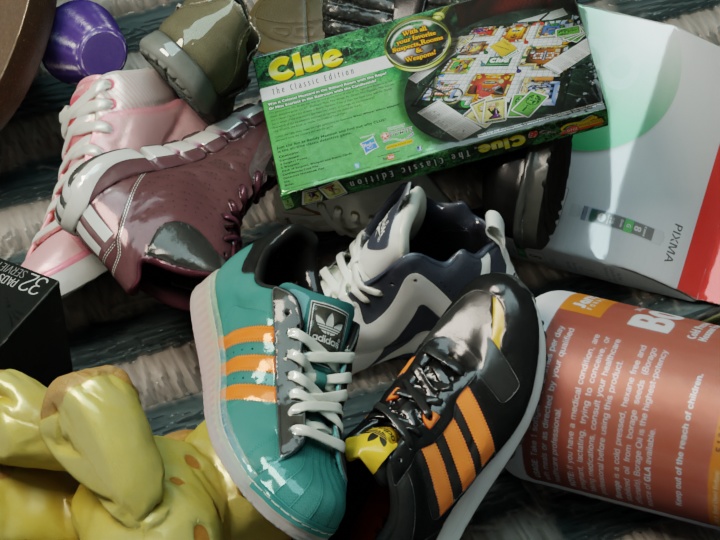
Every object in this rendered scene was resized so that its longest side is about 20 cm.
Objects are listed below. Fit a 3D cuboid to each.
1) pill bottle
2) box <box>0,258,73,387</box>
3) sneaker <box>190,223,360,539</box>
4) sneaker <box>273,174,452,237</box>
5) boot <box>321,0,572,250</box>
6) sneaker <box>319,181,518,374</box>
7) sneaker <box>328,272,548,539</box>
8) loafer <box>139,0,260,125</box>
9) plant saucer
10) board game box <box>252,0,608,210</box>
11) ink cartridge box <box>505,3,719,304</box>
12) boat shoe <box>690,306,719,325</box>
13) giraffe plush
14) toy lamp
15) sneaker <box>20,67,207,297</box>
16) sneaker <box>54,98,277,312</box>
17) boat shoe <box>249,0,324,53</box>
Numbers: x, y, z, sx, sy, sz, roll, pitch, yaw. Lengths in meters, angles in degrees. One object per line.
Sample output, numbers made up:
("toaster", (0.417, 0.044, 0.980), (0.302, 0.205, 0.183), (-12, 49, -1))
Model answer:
("pill bottle", (0.144, 0.074, 1.565), (0.199, 0.113, 0.112), (13, 44, 21))
("box", (-0.276, 0.086, 1.563), (0.148, 0.125, 0.200), (20, 47, 24))
("sneaker", (-0.037, 0.054, 1.477), (0.071, 0.080, 0.201), (26, 31, -37))
("sneaker", (0.000, -0.039, 1.748), (0.085, 0.073, 0.200), (-45, 57, -6))
("boot", (0.051, -0.108, 1.699), (0.157, 0.080, 0.212), (-1, 62, 11))
("sneaker", (0.000, 0.000, 1.643), (0.198, 0.130, 0.080), (2, 41, 5))
("sneaker", (0.033, 0.090, 1.500), (0.070, 0.090, 0.201), (26, 91, 34))
("loafer", (-0.090, -0.135, 1.707), (0.070, 0.200, 0.075), (-43, 95, 0))
("plant saucer", (-0.249, -0.153, 1.808), (0.037, 0.201, 0.201), (21, 33, -30))
("board game box", (0.040, -0.107, 1.641), (0.199, 0.023, 0.105), (-14, 61, 4))
("ink cartridge box", (0.199, -0.067, 1.716), (0.199, 0.050, 0.162), (14, 77, 18))
("boat shoe", (0.272, 0.037, 1.640), (0.199, 0.065, 0.073), (-20, 44, -20))
("giraffe plush", (-0.101, 0.122, 1.514), (0.199, 0.174, 0.162), (17, 23, 35))
("toy lamp", (-0.207, -0.163, 1.837), (0.058, 0.059, 0.200), (-21, 25, -19))
("sneaker", (-0.170, -0.057, 1.721), (0.075, 0.105, 0.200), (-26, 12, 47))
("sneaker", (-0.076, -0.029, 1.660), (0.199, 0.076, 0.116), (-21, 61, -29))
("boat shoe", (0.023, -0.182, 1.892), (0.200, 0.066, 0.072), (-19, 63, 10))
